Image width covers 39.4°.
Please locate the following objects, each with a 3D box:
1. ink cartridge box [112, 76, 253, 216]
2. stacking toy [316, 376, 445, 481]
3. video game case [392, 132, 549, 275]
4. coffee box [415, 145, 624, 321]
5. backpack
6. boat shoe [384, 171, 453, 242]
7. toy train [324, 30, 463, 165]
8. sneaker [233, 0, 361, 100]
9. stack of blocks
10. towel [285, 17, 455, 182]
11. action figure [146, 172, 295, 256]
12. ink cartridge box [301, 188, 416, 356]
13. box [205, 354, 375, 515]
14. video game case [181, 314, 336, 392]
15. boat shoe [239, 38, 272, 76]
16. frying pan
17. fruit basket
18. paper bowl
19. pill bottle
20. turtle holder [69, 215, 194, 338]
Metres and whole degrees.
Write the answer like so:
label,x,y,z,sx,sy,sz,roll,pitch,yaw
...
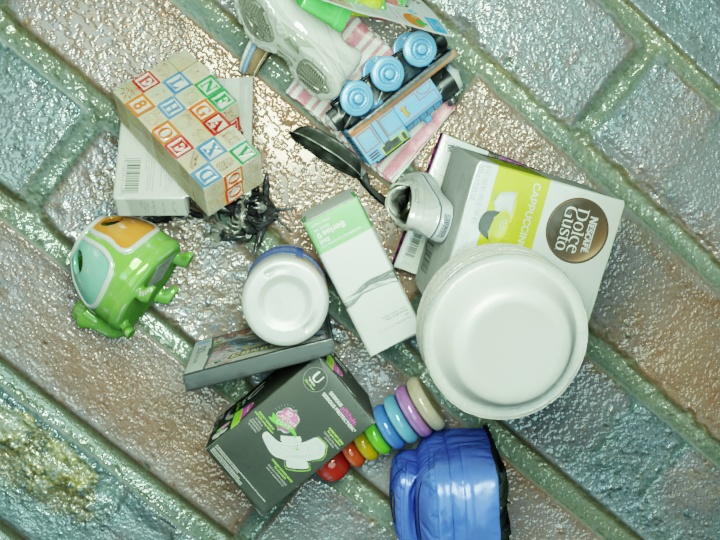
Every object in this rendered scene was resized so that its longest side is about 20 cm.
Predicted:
label,x,y,z,sx,sy,sz,roll,pitch,yaw
ink cartridge box,-0.227,-0.165,1.317,0.174,0.045,0.202,-1,58,-2
stacking toy,0.021,0.239,1.440,0.199,0.085,0.086,-35,99,7
video game case,0.161,-0.069,1.421,0.179,0.036,0.202,19,97,-7
coffee box,0.199,-0.033,1.310,0.195,0.200,0.202,15,99,-7
backpack,0.125,0.325,1.394,0.166,0.200,0.165,-8,100,-3
boat shoe,0.066,-0.094,1.325,0.065,0.200,0.074,14,100,-16
toy train,0.049,-0.235,1.343,0.199,0.087,0.115,-38,107,-3
sneaker,-0.080,-0.316,1.294,0.200,0.078,0.099,47,56,-8
stack of blocks,-0.206,-0.176,1.264,0.115,0.059,0.200,-35,65,-21
towel,0.015,-0.238,1.390,0.200,0.030,0.147,40,93,-8
action figure,-0.188,-0.088,1.364,0.197,0.102,0.121,8,86,-3
ink cartridge box,0.000,0.000,1.364,0.083,0.146,0.202,-27,99,0
box,-0.095,0.207,1.387,0.199,0.149,0.125,-39,97,3
video game case,-0.134,0.103,1.353,0.197,0.181,0.026,-14,100,-2
boat shoe,-0.087,-0.337,1.348,0.072,0.072,0.201,35,95,-9
frying pan,-0.013,-0.141,1.361,0.189,0.115,0.031,32,87,-8
fruit basket,0.003,-0.366,1.265,0.198,0.186,0.094,1,130,-28
paper bowl,0.168,0.075,1.175,0.198,0.104,0.203,-1,103,-4
pill bottle,-0.098,0.026,1.334,0.110,0.200,0.114,0,99,-3
turtle holder,-0.322,0.006,1.362,0.131,0.186,0.141,37,61,3
